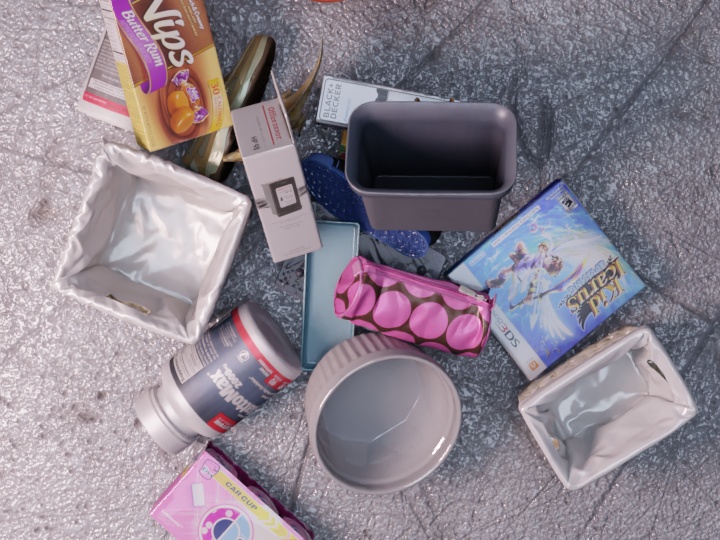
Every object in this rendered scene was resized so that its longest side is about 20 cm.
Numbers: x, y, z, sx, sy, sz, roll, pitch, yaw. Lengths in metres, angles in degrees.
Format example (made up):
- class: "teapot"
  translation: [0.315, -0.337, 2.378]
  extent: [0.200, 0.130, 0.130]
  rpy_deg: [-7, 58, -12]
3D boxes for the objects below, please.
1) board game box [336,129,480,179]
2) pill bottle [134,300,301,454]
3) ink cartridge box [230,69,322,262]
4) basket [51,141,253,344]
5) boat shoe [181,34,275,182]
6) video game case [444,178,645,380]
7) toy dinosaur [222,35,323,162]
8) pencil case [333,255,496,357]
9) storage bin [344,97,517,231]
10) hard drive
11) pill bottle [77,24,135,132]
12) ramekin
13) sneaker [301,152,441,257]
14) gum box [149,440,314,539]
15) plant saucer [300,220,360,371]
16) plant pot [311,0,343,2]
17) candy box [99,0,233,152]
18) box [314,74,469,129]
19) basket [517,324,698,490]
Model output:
- class: "board game box"
  translation: [0.069, -0.134, 1.711]
  extent: [0.198, 0.096, 0.030]
  rpy_deg: [10, 74, -3]
- class: "pill bottle"
  translation: [-0.186, 0.144, 1.713]
  extent: [0.200, 0.120, 0.120]
  rpy_deg: [-38, 94, 8]
- class: "ink cartridge box"
  translation: [-0.107, -0.127, 1.616]
  extent: [0.066, 0.116, 0.201]
  rpy_deg: [-16, 128, -3]
- class: "basket"
  translation: [-0.254, -0.039, 1.679]
  extent: [0.197, 0.161, 0.201]
  rpy_deg: [21, 94, -3]
- class: "boat shoe"
  translation: [-0.176, -0.218, 1.716]
  extent: [0.076, 0.072, 0.201]
  rpy_deg: [25, 94, 9]
- class: "video game case"
  translation: [0.243, 0.012, 1.753]
  extent: [0.200, 0.045, 0.182]
  rpy_deg: [-40, 95, 2]
- class: "toy dinosaur"
  translation: [-0.093, -0.202, 1.699]
  extent: [0.058, 0.101, 0.200]
  rpy_deg: [40, 93, -4]
- class: "pencil case"
  translation: [0.069, 0.041, 1.677]
  extent: [0.198, 0.094, 0.091]
  rpy_deg: [14, 52, -13]
- class: "storage bin"
  translation: [0.086, -0.122, 1.600]
  extent: [0.198, 0.135, 0.147]
  rpy_deg: [1, 63, 4]
- class: "hard drive"
  translation: [0.000, 0.000, 1.747]
  extent: [0.199, 0.042, 0.136]
  rpy_deg: [22, 93, -2]
- class: "pill bottle"
  translation: [-0.276, -0.278, 1.684]
  extent: [0.110, 0.111, 0.202]
  rpy_deg: [20, 94, -3]
- class: "ramekin"
  translation: [0.021, 0.176, 1.703]
  extent: [0.198, 0.105, 0.202]
  rpy_deg: [-7, 114, -14]
- class: "sneaker"
  translation: [0.017, -0.096, 1.710]
  extent: [0.199, 0.078, 0.070]
  rpy_deg: [35, 137, 1]
- class: "gum box"
  translation: [-0.165, 0.338, 1.757]
  extent: [0.200, 0.066, 0.114]
  rpy_deg: [42, 94, -4]
- class: "plant saucer"
  translation: [-0.040, 0.033, 1.719]
  extent: [0.069, 0.019, 0.202]
  rpy_deg: [4, 105, 3]
- class: "plant pot"
  translation: [-0.041, -0.444, 1.635]
  extent: [0.199, 0.195, 0.203]
  rpy_deg: [0, 94, -1]
- class: "candy box"
  translation: [-0.236, -0.259, 1.614]
  extent: [0.116, 0.056, 0.202]
  rpy_deg: [-20, 113, -21]
- class: "box"
  translation: [0.042, -0.199, 1.696]
  extent: [0.198, 0.117, 0.061]
  rpy_deg: [10, 94, -1]
- class: "basket"
  translation: [0.312, 0.172, 1.728]
  extent: [0.199, 0.123, 0.136]
  rpy_deg: [-32, 94, 0]
